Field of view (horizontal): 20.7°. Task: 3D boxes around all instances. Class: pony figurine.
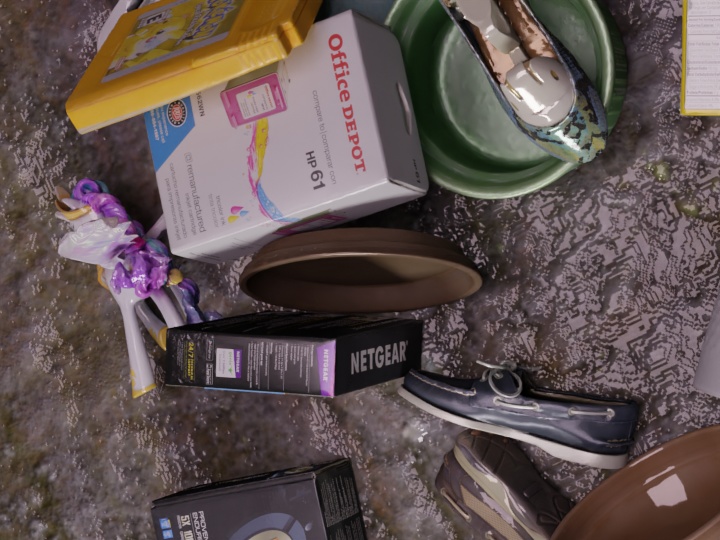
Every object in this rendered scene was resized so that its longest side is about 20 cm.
[{"bbox_3d":[-0.188,-0.006,1.697,0.193,0.166,0.200,-27,90,55],"label":"pony figurine"}]

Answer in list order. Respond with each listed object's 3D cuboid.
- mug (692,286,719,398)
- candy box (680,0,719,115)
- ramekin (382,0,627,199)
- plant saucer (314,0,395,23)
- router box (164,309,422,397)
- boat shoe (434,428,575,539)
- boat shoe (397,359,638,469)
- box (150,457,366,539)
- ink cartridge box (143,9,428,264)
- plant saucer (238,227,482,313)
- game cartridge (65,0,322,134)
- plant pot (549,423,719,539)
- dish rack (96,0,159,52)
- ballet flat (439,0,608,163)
[{"bbox_3d":[0.369,0.030,1.490,0.199,0.148,0.176,15,92,-10],"label":"mug"},{"bbox_3d":[0.350,-0.170,1.533,0.199,0.026,0.103,3,93,22],"label":"candy box"},{"bbox_3d":[0.120,-0.159,1.590,0.199,0.098,0.201,2,95,22],"label":"ramekin"},{"bbox_3d":[-0.067,-0.222,1.650,0.200,0.039,0.202,1,93,21],"label":"plant saucer"},{"bbox_3d":[-0.051,0.067,1.621,0.149,0.200,0.051,3,94,22],"label":"router box"},{"bbox_3d":[0.140,0.221,1.632,0.200,0.074,0.073,50,123,17],"label":"boat shoe"},{"bbox_3d":[0.129,0.108,1.618,0.199,0.075,0.062,17,102,19],"label":"boat shoe"},{"bbox_3d":[-0.076,0.278,1.709,0.163,0.086,0.201,-12,89,22],"label":"box"},{"bbox_3d":[-0.061,-0.104,1.559,0.199,0.085,0.145,-18,77,21],"label":"ink cartridge box"},{"bbox_3d":[0.000,0.000,1.603,0.199,0.200,0.030,-6,75,23],"label":"plant saucer"},{"bbox_3d":[-0.123,-0.190,1.566,0.199,0.176,0.032,-19,117,22],"label":"game cartridge"},{"bbox_3d":[0.249,0.213,1.522,0.200,0.201,0.093,-29,101,22],"label":"plant pot"},{"bbox_3d":[-0.117,-0.196,1.715,0.200,0.044,0.172,41,107,15],"label":"dish rack"},{"bbox_3d":[0.116,-0.166,1.501,0.074,0.074,0.200,-38,80,20],"label":"ballet flat"}]
